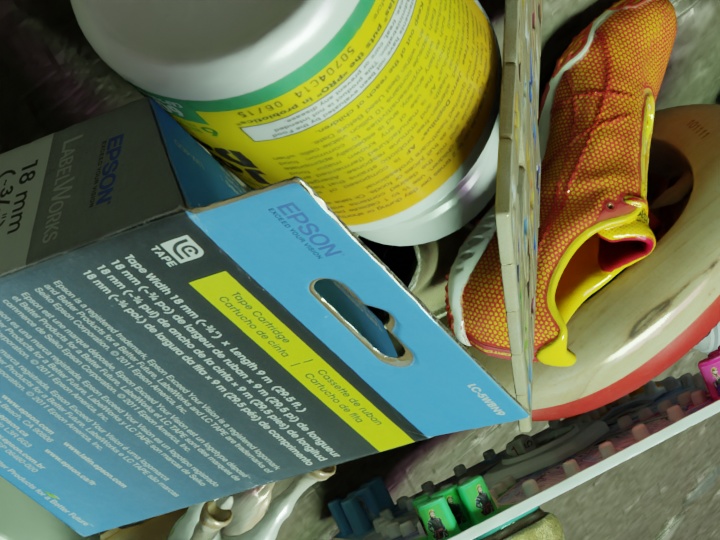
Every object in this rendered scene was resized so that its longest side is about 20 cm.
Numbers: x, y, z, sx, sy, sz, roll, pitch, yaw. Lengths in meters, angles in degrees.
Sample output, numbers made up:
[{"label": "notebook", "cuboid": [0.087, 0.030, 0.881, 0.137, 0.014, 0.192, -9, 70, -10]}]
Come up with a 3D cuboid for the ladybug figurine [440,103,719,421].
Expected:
[{"label": "ladybug figurine", "cuboid": [0.121, 0.004, 1.013, 0.200, 0.136, 0.072, -38, 127, 1]}]

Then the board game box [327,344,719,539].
[{"label": "board game box", "cuboid": [0.092, 0.089, 1.074, 0.200, 0.026, 0.200, -25, -179, -16]}]

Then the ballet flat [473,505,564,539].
[{"label": "ballet flat", "cuboid": [0.056, 0.156, 1.071, 0.071, 0.071, 0.200, -34, -176, -18]}]

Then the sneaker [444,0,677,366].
[{"label": "sneaker", "cuboid": [0.110, -0.040, 0.965, 0.200, 0.077, 0.073, -65, 156, -19]}]

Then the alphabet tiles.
[{"label": "alphabet tiles", "cuboid": [0.066, -0.061, 0.847, 0.008, 0.200, 0.167, 0, 149, 8]}]

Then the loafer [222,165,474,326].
[{"label": "loafer", "cuboid": [0.000, 0.000, 0.928, 0.200, 0.067, 0.076, 7, 123, -55]}]

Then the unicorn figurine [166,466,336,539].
[{"label": "unicorn figurine", "cuboid": [-0.080, 0.139, 0.868, 0.137, 0.074, 0.200, -51, 167, 28]}]

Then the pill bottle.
[{"label": "pill bottle", "cuboid": [-0.014, -0.080, 0.760, 0.113, 0.113, 0.200, -46, 152, 2]}]

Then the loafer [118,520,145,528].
[{"label": "loafer", "cuboid": [-0.082, 0.032, 0.871, 0.070, 0.070, 0.200, -33, 157, -30]}]

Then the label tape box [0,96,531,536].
[{"label": "label tape box", "cuboid": [-0.060, 0.014, 0.723, 0.200, 0.063, 0.144, -18, 137, 29]}]

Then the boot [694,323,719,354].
[{"label": "boot", "cuboid": [0.155, 0.011, 1.158, 0.095, 0.074, 0.200, -21, 158, 4]}]

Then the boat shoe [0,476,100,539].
[{"label": "boat shoe", "cuboid": [-0.184, 0.100, 0.838, 0.071, 0.070, 0.201, -32, 158, 20]}]

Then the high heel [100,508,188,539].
[{"label": "high heel", "cuboid": [-0.115, 0.129, 0.937, 0.143, 0.071, 0.200, -43, 167, 8]}]
